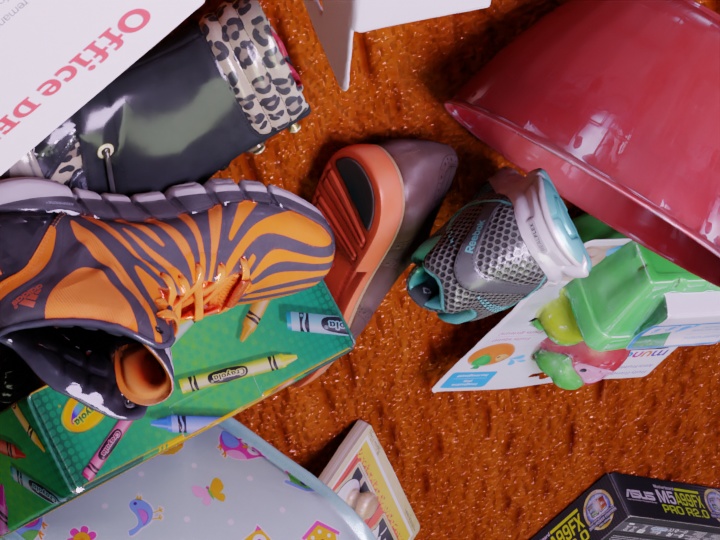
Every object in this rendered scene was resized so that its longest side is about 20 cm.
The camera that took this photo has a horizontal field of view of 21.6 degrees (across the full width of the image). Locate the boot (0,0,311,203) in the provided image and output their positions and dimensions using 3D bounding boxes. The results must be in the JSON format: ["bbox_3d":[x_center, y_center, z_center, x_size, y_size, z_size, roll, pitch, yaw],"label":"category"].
[{"bbox_3d":[-0.091,-0.047,0.963,0.153,0.074,0.204,-26,148,0],"label":"boot"}]

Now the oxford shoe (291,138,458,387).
[{"bbox_3d":[0.000,0.000,1.085,0.072,0.071,0.200,-16,154,-34],"label":"oxford shoe"}]

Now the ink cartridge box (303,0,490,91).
[{"bbox_3d":[0.013,-0.185,0.793,0.067,0.116,0.201,-12,146,-14],"label":"ink cartridge box"}]

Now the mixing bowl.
[{"bbox_3d":[0.154,-0.079,0.985,0.109,0.200,0.200,-58,141,0],"label":"mixing bowl"}]

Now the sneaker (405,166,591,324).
[{"bbox_3d":[0.065,-0.010,1.049,0.091,0.078,0.200,-26,177,-2],"label":"sneaker"}]

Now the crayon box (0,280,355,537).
[{"bbox_3d":[-0.114,0.070,1.027,0.199,0.059,0.119,-26,177,-38],"label":"crayon box"}]

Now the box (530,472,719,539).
[{"bbox_3d":[0.225,0.238,1.562,0.199,0.044,0.160,12,133,-40],"label":"box"}]

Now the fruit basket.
[{"bbox_3d":[0.167,0.033,1.204,0.184,0.094,0.200,-2,145,-31],"label":"fruit basket"}]

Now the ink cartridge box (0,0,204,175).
[{"bbox_3d":[-0.187,-0.146,0.704,0.147,0.145,0.200,-35,144,19],"label":"ink cartridge box"}]

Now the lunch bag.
[{"bbox_3d":[-0.092,0.192,1.130,0.170,0.199,0.122,-43,162,-34],"label":"lunch bag"}]

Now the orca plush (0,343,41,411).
[{"bbox_3d":[-0.194,0.109,1.116,0.104,0.071,0.201,-3,141,-27],"label":"orca plush"}]

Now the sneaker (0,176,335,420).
[{"bbox_3d":[-0.090,0.018,0.889,0.199,0.112,0.078,-2,135,-30],"label":"sneaker"}]

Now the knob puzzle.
[{"bbox_3d":[-0.023,0.227,1.312,0.220,0.030,0.221,-43,146,-39],"label":"knob puzzle"}]
